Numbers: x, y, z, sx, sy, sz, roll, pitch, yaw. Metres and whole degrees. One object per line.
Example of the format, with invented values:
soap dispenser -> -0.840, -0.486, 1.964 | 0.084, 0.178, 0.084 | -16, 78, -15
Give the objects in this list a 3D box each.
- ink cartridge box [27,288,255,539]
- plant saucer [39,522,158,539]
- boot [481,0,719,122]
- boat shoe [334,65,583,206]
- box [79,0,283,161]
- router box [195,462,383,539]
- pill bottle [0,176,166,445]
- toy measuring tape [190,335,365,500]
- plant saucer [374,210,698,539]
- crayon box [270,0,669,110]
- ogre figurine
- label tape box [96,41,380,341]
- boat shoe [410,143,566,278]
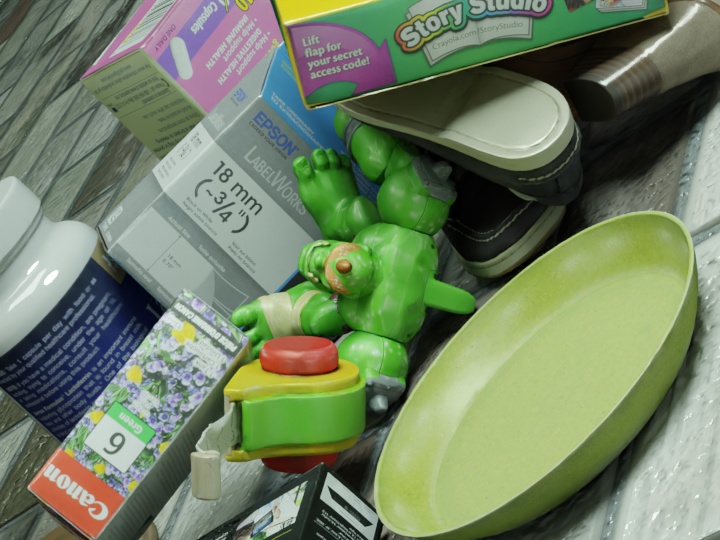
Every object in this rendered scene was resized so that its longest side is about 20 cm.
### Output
ink cartridge box -> -0.134, 0.112, 1.172 | 0.200, 0.050, 0.109 | -52, -9, -12
plant saucer -> -0.201, 0.221, 1.325 | 0.200, 0.029, 0.200 | -41, 18, 16
boot -> 0.142, -0.138, 1.222 | 0.146, 0.071, 0.199 | -38, 32, -24
boat shoe -> 0.044, -0.088, 1.200 | 0.199, 0.063, 0.073 | 29, 72, 40
box -> -0.051, -0.129, 1.453 | 0.096, 0.200, 0.176 | -14, 35, 57
router box -> -0.085, 0.199, 1.075 | 0.199, 0.051, 0.150 | -34, 24, 34
pill bottle -> -0.180, 0.042, 1.379 | 0.116, 0.200, 0.116 | -39, 20, 17
toy measuring tape -> -0.035, 0.077, 1.101 | 0.073, 0.074, 0.200 | -42, 3, 12
plant saucer -> 0.089, 0.056, 1.032 | 0.200, 0.031, 0.200 | -41, 19, 17
crayon box -> 0.048, -0.170, 1.188 | 0.198, 0.059, 0.173 | -15, 32, -1
ogre figurine -> 0.000, 0.000, 1.230 | 0.120, 0.098, 0.201 | 11, 66, 57
label tape box -> -0.042, -0.042, 1.338 | 0.200, 0.144, 0.063 | -46, 18, 1
boat shoe -> 0.063, -0.053, 1.261 | 0.072, 0.065, 0.200 | -42, 19, 6
